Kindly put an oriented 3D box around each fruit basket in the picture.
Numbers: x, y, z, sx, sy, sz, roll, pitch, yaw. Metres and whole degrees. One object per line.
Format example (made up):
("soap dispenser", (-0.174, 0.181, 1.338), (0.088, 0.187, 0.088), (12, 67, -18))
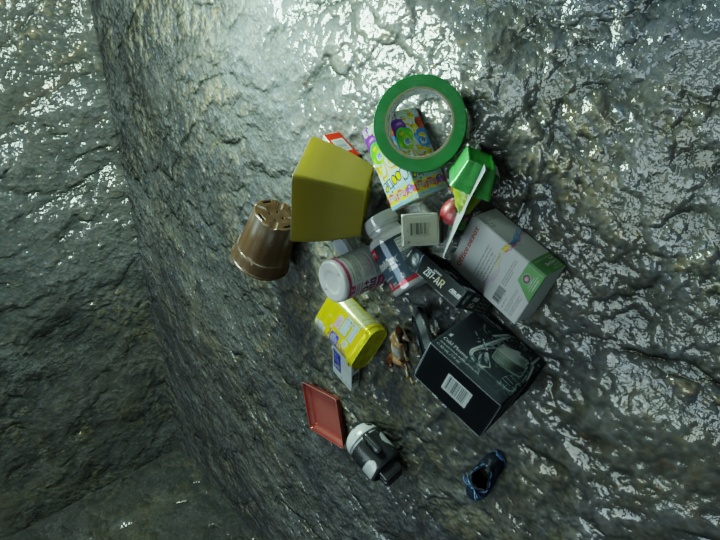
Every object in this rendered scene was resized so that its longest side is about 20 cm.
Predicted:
("fruit basket", (0.217, -0.146, 1.196), (0.093, 0.186, 0.201), (15, 117, 0))

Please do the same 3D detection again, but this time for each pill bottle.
("pill bottle", (0.091, -0.047, 1.441), (0.120, 0.119, 0.201), (-39, 76, 52))
("pill bottle", (0.000, 0.000, 1.508), (0.113, 0.199, 0.114), (26, 127, 41))

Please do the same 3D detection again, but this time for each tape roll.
("tape roll", (0.128, -0.311, 1.228), (0.199, 0.048, 0.202), (1, 95, 13))

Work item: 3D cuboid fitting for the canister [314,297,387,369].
("canister", (-0.034, 0.169, 1.703), (0.200, 0.086, 0.149), (44, 111, 32))

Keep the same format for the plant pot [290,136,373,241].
("plant pot", (-0.066, -0.191, 1.458), (0.175, 0.201, 0.201), (12, 132, 3))

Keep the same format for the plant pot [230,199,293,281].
("plant pot", (-0.294, -0.105, 1.843), (0.200, 0.199, 0.199), (49, 132, 23))

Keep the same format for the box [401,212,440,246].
("box", (0.141, -0.091, 1.282), (0.081, 0.200, 0.069), (-2, 94, 10))

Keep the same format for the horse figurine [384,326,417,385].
("horse figurine", (0.112, 0.225, 1.595), (0.133, 0.050, 0.201), (-125, 25, -49))

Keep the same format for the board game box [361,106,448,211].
("board game box", (0.102, -0.258, 1.335), (0.105, 0.103, 0.201), (-23, 89, 53))

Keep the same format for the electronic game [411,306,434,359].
("electronic game", (0.170, 0.189, 1.454), (0.200, 0.041, 0.202), (166, 90, -88))

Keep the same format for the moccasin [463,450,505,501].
("moccasin", (0.309, 0.542, 1.504), (0.080, 0.068, 0.201), (39, 135, 33))

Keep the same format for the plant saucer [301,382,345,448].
("plant saucer", (-0.124, 0.508, 2.052), (0.199, 0.037, 0.201), (14, 118, 48))

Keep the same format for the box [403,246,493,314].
("box", (0.202, 0.026, 1.279), (0.160, 0.200, 0.044), (44, 104, 30))

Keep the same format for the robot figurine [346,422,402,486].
("robot figurine", (0.046, 0.573, 1.805), (0.200, 0.124, 0.151), (43, 119, 29))

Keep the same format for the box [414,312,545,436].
("box", (0.265, 0.220, 1.283), (0.200, 0.196, 0.125), (41, 134, 24))

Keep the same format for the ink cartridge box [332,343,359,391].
("ink cartridge box", (-0.046, 0.292, 1.804), (0.099, 0.039, 0.201), (46, 155, 27))

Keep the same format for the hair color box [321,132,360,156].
("hair color box", (-0.080, -0.268, 1.590), (0.102, 0.061, 0.201), (50, 138, 22))

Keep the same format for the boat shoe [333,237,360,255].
("boat shoe", (-0.008, -0.027, 1.618), (0.073, 0.065, 0.201), (12, 137, 39))

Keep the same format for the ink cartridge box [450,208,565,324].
("ink cartridge box", (0.306, -0.012, 1.219), (0.200, 0.084, 0.145), (46, 138, 27))
